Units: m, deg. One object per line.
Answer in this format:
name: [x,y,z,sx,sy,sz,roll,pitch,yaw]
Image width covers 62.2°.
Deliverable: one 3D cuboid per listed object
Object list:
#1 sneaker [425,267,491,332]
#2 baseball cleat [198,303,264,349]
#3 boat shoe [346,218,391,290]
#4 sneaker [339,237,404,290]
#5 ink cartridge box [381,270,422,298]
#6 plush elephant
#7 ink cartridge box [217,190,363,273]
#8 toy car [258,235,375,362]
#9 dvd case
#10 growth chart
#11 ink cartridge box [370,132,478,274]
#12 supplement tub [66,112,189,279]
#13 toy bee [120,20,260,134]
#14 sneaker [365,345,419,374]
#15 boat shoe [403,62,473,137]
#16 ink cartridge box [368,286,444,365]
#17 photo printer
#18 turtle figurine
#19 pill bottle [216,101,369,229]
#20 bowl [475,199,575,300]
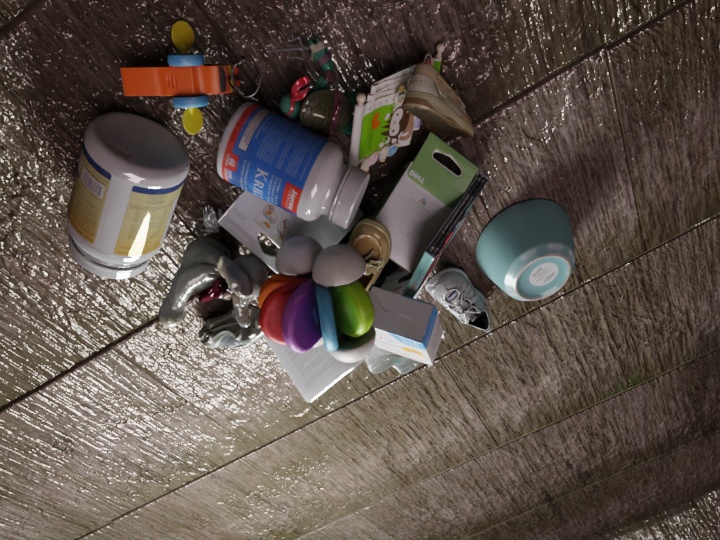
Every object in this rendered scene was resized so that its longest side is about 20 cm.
sneaker: [0.206,0.061,1.186,0.197,0.083,0.075,27,117,-40]
baseball cleat: [-0.215,0.106,1.113,0.196,0.072,0.105,-10,165,40]
boat shoe: [0.000,0.000,0.963,0.071,0.064,0.203,24,141,5]
sneaker: [0.025,-0.047,1.054,0.143,0.078,0.204,17,127,-31]
ink cartridge box: [0.048,0.056,1.125,0.158,0.050,0.204,-19,142,-45]
plush elephant: [-0.213,0.016,0.981,0.163,0.152,0.205,-21,136,-56]
ink cartridge box: [-0.111,-0.093,0.960,0.174,0.044,0.200,-46,130,1]
toy car: [-0.075,0.057,0.898,0.149,0.196,0.181,-32,124,-42]
dvd case: [0.140,-0.053,0.994,0.022,0.201,0.147,33,149,8]
growth chart: [0.051,-0.228,0.872,0.198,0.018,0.148,-38,146,-30]
ink cartridge box: [0.095,-0.110,0.983,0.102,0.059,0.203,32,95,-9]
supplement tub: [-0.339,-0.103,0.860,0.140,0.147,0.202,15,127,-26]
toy bee: [-0.211,-0.249,0.801,0.195,0.109,0.134,25,114,6]
sneaker: [0.071,0.170,1.275,0.071,0.081,0.198,-48,146,19]
boat shoe: [0.123,-0.244,0.878,0.198,0.070,0.067,8,94,-60]
ink cartridge box: [0.078,0.105,1.035,0.112,0.070,0.201,16,164,19]
photo printer: [-0.098,0.122,1.110,0.166,0.202,0.069,-42,171,38]
turtle figurine: [-0.051,-0.235,0.853,0.194,0.103,0.151,4,138,-29]
pill bottle: [-0.089,-0.139,0.824,0.195,0.113,0.114,26,128,3]
bowl: [0.327,-0.021,1.138,0.193,0.107,0.205,-7,134,-7]
